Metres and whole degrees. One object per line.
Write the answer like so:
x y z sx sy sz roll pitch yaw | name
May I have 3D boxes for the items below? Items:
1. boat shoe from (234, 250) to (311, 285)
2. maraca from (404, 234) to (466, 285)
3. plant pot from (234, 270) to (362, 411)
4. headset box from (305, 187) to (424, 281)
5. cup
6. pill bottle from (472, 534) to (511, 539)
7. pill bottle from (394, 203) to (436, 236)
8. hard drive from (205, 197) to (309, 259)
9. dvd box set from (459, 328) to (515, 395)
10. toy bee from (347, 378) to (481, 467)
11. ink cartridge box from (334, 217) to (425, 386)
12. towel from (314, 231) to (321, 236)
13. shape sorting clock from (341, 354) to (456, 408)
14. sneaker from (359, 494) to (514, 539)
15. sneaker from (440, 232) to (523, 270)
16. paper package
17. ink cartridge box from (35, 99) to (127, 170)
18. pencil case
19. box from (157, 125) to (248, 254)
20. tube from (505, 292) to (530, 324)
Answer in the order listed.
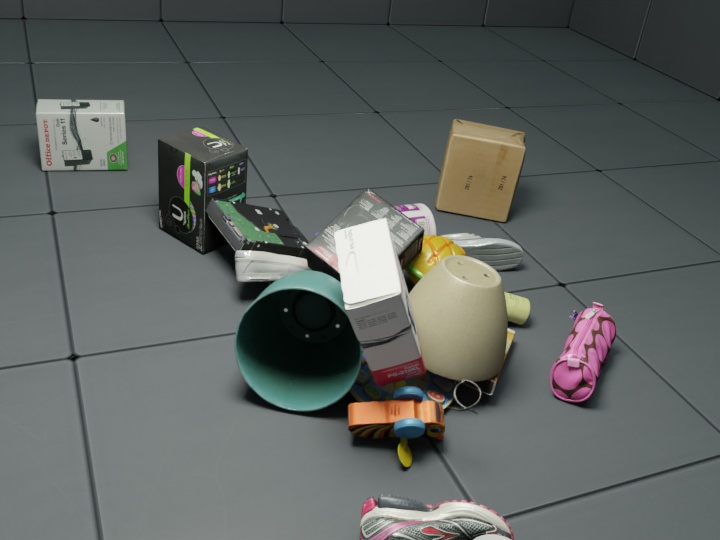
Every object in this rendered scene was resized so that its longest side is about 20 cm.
-0.155 0.005 1.462 0.071 0.070 0.198 4 -3 38 | boat shoe
0.172 -0.002 1.524 0.196 0.108 0.138 22 38 -6 | maraca
-0.085 0.093 1.226 0.196 0.205 0.161 10 21 3 | plant pot
0.002 -0.035 1.433 0.148 0.076 0.200 36 65 20 | headset box
0.162 0.062 1.267 0.196 0.146 0.201 13 26 -6 | cup
0.130 0.396 0.844 0.117 0.122 0.200 18 33 17 | pill bottle
0.051 -0.074 1.602 0.196 0.114 0.113 -8 34 -25 | pill bottle
-0.198 -0.079 1.539 0.198 0.038 0.140 7 34 -52 | hard drive
0.186 0.132 1.346 0.144 0.030 0.200 23 27 13 | dvd box set
0.084 0.230 1.148 0.196 0.109 0.133 8 60 25 | toy bee
0.030 0.048 1.130 0.082 0.202 0.147 -15 48 5 | ink cartridge box
0.000 0.000 1.472 0.141 0.024 0.203 -11 59 -10 | towel
0.064 0.171 1.276 0.195 0.040 0.201 6 31 -3 | shape sorting clock
0.096 0.342 0.977 0.195 0.082 0.076 2 45 5 | sneaker
0.250 -0.050 1.648 0.195 0.074 0.071 6 34 -4 | sneaker
0.286 -0.236 1.837 0.186 0.204 0.104 11 31 3 | paper package
-0.650 -0.316 1.802 0.195 0.149 0.084 -4 33 -17 | ink cartridge box
0.391 0.141 1.349 0.089 0.095 0.200 19 33 18 | pencil case
-0.324 -0.168 1.580 0.147 0.204 0.123 27 36 30 | box
0.224 0.053 1.449 0.196 0.053 0.058 16 -10 -14 | tube
